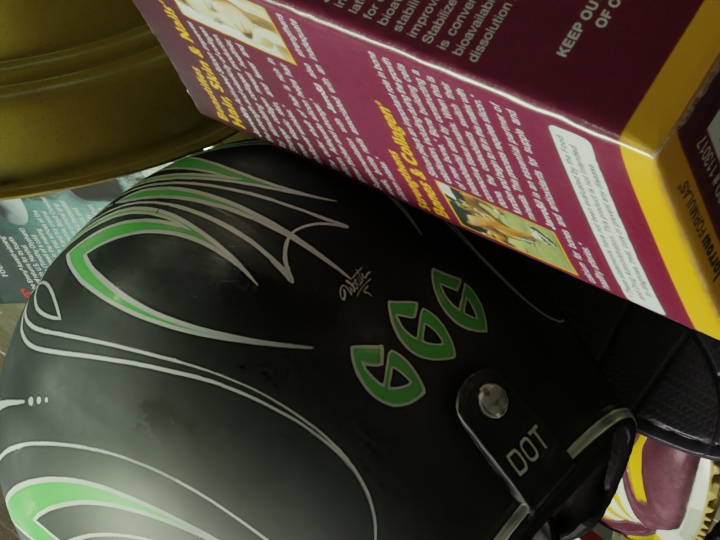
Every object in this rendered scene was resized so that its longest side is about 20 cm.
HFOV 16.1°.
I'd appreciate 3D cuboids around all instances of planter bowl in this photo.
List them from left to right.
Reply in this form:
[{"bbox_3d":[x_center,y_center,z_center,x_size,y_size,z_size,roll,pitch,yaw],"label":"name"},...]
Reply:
[{"bbox_3d":[-0.127,-0.097,0.898,0.200,0.200,0.084,17,122,46],"label":"planter bowl"}]

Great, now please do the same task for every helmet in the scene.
[{"bbox_3d":[-0.026,0.051,0.834,0.190,0.200,0.200,37,166,15],"label":"helmet"}]

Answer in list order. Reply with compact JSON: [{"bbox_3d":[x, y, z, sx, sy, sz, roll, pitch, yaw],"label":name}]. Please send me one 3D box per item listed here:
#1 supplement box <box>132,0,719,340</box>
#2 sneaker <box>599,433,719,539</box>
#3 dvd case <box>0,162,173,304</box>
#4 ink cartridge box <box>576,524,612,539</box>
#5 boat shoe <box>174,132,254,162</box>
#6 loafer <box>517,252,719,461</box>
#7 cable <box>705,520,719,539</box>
[{"bbox_3d":[0.032,-0.072,0.723,0.199,0.086,0.110,25,163,29],"label":"supplement box"},{"bbox_3d":[0.105,0.062,0.998,0.090,0.075,0.200,25,163,9],"label":"sneaker"},{"bbox_3d":[-0.087,-0.034,1.021,0.199,0.022,0.146,-3,146,18],"label":"dvd case"},{"bbox_3d":[0.053,0.067,1.122,0.162,0.057,0.200,41,169,-19],"label":"ink cartridge box"},{"bbox_3d":[0.000,0.000,0.961,0.199,0.057,0.067,27,-156,-30],"label":"boat shoe"},{"bbox_3d":[0.075,-0.004,0.907,0.200,0.072,0.063,36,-175,17],"label":"loafer"},{"bbox_3d":[0.226,0.166,1.069,0.199,0.069,0.200,33,164,-7],"label":"cable"}]
